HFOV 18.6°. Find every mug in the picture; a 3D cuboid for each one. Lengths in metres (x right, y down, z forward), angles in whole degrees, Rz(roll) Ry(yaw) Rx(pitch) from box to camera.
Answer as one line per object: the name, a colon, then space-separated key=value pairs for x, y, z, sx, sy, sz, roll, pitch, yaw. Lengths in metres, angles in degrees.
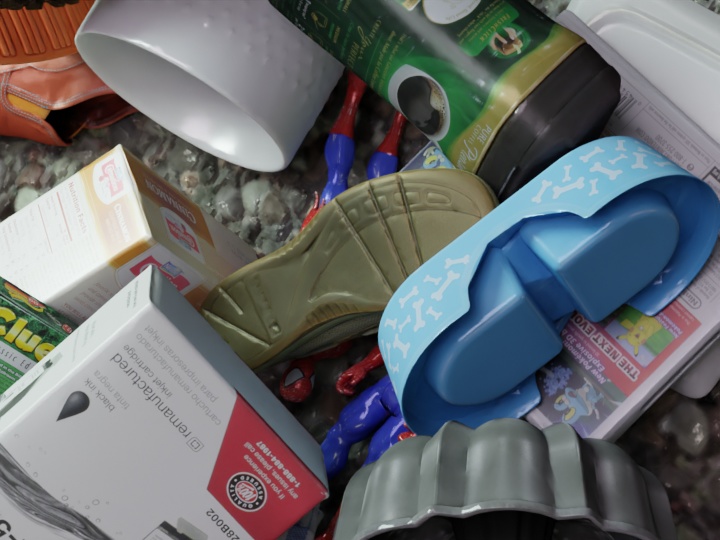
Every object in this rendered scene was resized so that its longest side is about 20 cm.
mug: x=-0.082 y=-0.186 z=1.298 sx=0.147 sy=0.200 sz=0.176 roll=7 pitch=64 yaw=59

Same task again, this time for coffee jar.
coffee jar: x=0.046 y=-0.125 z=1.186 sx=0.200 sy=0.104 sz=0.085 roll=43 pitch=66 yaw=8

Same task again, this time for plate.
plate: x=0.162 y=-0.060 z=1.252 sx=0.199 sy=0.032 sz=0.201 roll=32 pitch=92 yaw=25

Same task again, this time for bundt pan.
bundt pan: x=0.075 y=0.144 z=1.161 sx=0.201 sy=0.202 sz=0.076 roll=-14 pitch=51 yaw=20

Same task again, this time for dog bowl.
dog bowl: x=0.094 y=0.007 z=1.150 sx=0.200 sy=0.112 sz=0.050 roll=-38 pitch=53 yaw=2

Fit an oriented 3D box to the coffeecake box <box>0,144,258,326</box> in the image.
coffeecake box: x=-0.172 y=0.034 z=1.301 sx=0.199 sy=0.153 sz=0.073 roll=-31 pitch=55 yaw=14

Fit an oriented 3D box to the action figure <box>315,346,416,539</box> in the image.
action figure: x=0.019 y=0.080 z=1.267 sx=0.200 sy=0.052 sz=0.065 roll=-49 pitch=60 yaw=4

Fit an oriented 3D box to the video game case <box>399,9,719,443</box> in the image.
video game case: x=0.119 y=-0.020 z=1.219 sx=0.182 sy=0.023 sz=0.200 roll=-44 pitch=66 yaw=-1

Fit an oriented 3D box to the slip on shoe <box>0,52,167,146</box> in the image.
slip on shoe: x=-0.206 y=-0.108 z=1.402 sx=0.199 sy=0.074 sz=0.062 roll=-12 pitch=77 yaw=15

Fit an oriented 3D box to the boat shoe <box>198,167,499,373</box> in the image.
boat shoe: x=0.000 y=0.003 z=1.216 sx=0.200 sy=0.063 sz=0.074 roll=-32 pitch=73 yaw=28

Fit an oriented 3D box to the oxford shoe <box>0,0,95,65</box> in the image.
oxford shoe: x=-0.196 y=-0.171 z=1.360 sx=0.073 sy=0.200 sz=0.072 roll=-8 pitch=109 yaw=36

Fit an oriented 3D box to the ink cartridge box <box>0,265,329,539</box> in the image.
ink cartridge box: x=-0.137 y=0.121 z=1.172 sx=0.200 sy=0.083 sz=0.147 roll=-41 pitch=103 yaw=6

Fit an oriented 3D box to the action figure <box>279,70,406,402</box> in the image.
action figure: x=-0.011 y=-0.018 z=1.299 sx=0.052 sy=0.065 sz=0.201 roll=11 pitch=81 yaw=62

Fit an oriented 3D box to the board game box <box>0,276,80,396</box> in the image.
board game box: x=-0.154 y=0.093 z=1.244 sx=0.105 sy=0.200 sz=0.024 roll=-48 pitch=20 yaw=21

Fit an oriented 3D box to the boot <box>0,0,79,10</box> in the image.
boot: x=-0.129 y=-0.211 z=1.187 sx=0.199 sy=0.075 sz=0.108 roll=-7 pitch=83 yaw=29

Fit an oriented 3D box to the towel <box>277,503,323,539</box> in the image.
towel: x=-0.133 y=0.173 z=1.239 sx=0.199 sy=0.024 sz=0.148 roll=16 pitch=101 yaw=-7
